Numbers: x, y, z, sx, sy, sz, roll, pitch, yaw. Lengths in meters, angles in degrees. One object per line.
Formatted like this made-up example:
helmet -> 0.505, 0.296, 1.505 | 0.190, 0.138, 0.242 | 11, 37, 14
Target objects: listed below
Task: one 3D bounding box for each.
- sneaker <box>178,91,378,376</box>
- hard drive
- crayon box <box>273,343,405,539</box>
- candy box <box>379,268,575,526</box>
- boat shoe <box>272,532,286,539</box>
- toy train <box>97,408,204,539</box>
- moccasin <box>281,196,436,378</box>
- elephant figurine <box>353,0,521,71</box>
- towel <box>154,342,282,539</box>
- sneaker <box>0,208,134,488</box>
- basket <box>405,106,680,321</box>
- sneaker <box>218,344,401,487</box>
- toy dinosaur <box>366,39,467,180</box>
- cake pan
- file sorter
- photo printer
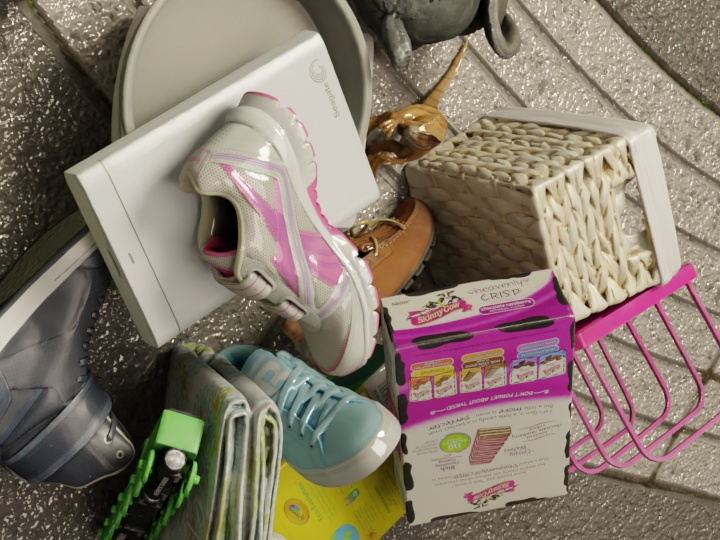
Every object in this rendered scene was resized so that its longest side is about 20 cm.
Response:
sneaker -> -0.059, -0.010, 0.890 | 0.088, 0.081, 0.201 | -35, 112, -24
hard drive -> -0.086, -0.057, 0.919 | 0.200, 0.027, 0.132 | -35, 120, -26
crayon box -> -0.022, 0.170, 1.126 | 0.200, 0.051, 0.127 | -41, 120, -25
candy box -> 0.091, 0.100, 1.054 | 0.136, 0.061, 0.201 | -10, 130, -6
boat shoe -> -0.102, 0.287, 1.062 | 0.068, 0.057, 0.201 | 16, 102, -14
toy train -> -0.147, 0.151, 0.956 | 0.042, 0.200, 0.057 | 18, 60, -12
moccasin -> -0.001, 0.001, 1.080 | 0.078, 0.074, 0.202 | 39, 49, -1
elephant figurine -> 0.073, -0.222, 1.071 | 0.155, 0.142, 0.200 | -48, 152, 7
towel -> -0.106, 0.153, 0.969 | 0.048, 0.200, 0.172 | 7, 96, -21
sneaker -> -0.190, 0.055, 0.952 | 0.146, 0.077, 0.202 | 45, 81, -22
basket -> 0.143, -0.047, 1.123 | 0.123, 0.200, 0.136 | -26, 112, -26
sneaker -> -0.052, 0.099, 0.999 | 0.082, 0.200, 0.074 | 45, 71, -29
toy dinosaur -> 0.046, -0.117, 1.107 | 0.106, 0.200, 0.061 | -20, 111, 14
cake pan -> -0.081, -0.120, 0.947 | 0.200, 0.037, 0.201 | -9, 106, -35
file sorter -> 0.201, 0.097, 1.169 | 0.139, 0.200, 0.126 | -28, 91, -30
photo printer -> -0.090, -0.110, 1.012 | 0.199, 0.069, 0.167 | -1, 100, -37
